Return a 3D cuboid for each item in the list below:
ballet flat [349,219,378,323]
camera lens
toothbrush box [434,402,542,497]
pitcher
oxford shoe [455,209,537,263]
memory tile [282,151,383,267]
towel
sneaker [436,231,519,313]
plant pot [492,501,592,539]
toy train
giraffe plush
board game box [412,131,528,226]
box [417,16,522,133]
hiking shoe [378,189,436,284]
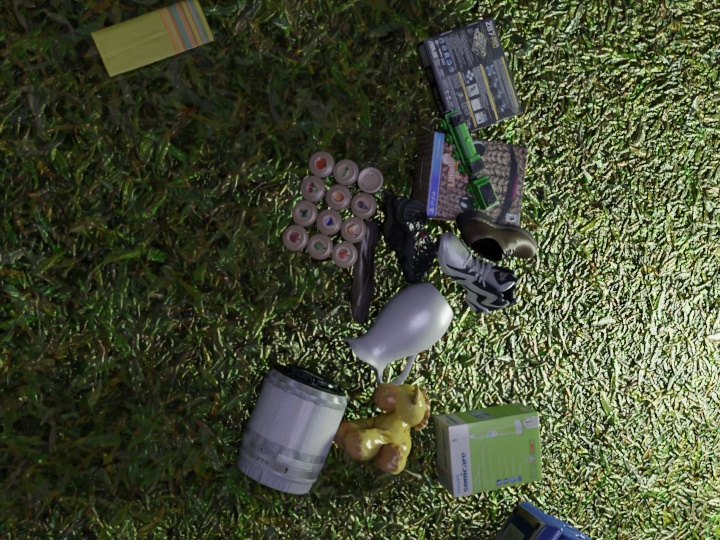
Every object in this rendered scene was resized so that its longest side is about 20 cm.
[{"bbox_3d":[0.000,0.000,1.405,0.046,0.067,0.202,7,92,17],"label":"ballet flat"},{"bbox_3d":[-0.124,0.285,1.331,0.159,0.160,0.201,22,88,-16],"label":"camera lens"},{"bbox_3d":[0.261,0.363,1.481,0.198,0.086,0.147,-7,96,-16],"label":"toothbrush box"},{"bbox_3d":[0.088,0.131,1.414,0.200,0.121,0.172,-37,129,-5],"label":"pitcher"},{"bbox_3d":[0.267,-0.045,1.391,0.199,0.073,0.085,13,51,-32],"label":"oxford shoe"},{"bbox_3d":[-0.051,-0.116,1.376,0.152,0.017,0.201,19,88,3],"label":"memory tile"},{"bbox_3d":[-0.369,-0.416,1.294,0.199,0.018,0.087,-24,94,-12],"label":"towel"},{"bbox_3d":[0.241,0.001,1.410,0.080,0.129,0.200,-46,116,-36],"label":"sneaker"},{"bbox_3d":[0.372,0.600,1.476,0.179,0.200,0.201,37,84,-7],"label":"plant pot"},{"bbox_3d":[0.202,-0.204,1.343,0.042,0.056,0.201,-26,100,-13],"label":"toy train"},{"bbox_3d":[0.063,0.287,1.384,0.199,0.172,0.163,25,86,-24],"label":"giraffe plush"},{"bbox_3d":[0.212,-0.175,1.427,0.198,0.097,0.161,5,92,-16],"label":"board game box"},{"bbox_3d":[0.218,-0.381,1.441,0.160,0.049,0.201,-22,99,-11],"label":"box"},{"bbox_3d":[0.086,-0.066,1.405,0.075,0.100,0.201,-32,134,-26],"label":"hiking shoe"}]
